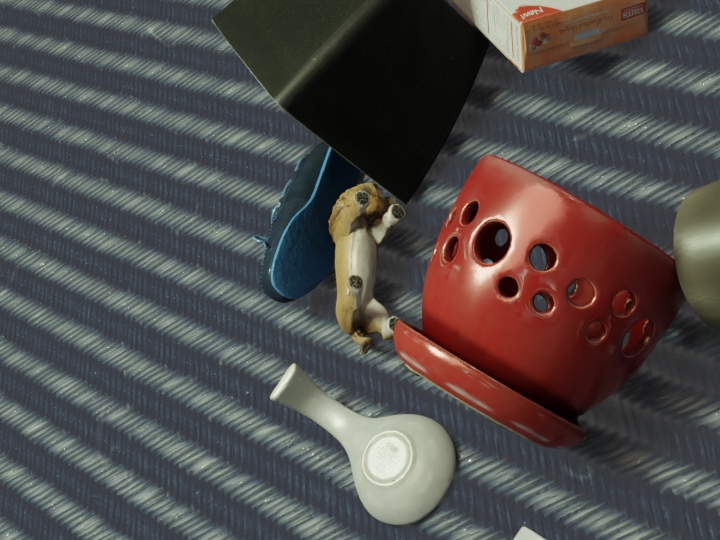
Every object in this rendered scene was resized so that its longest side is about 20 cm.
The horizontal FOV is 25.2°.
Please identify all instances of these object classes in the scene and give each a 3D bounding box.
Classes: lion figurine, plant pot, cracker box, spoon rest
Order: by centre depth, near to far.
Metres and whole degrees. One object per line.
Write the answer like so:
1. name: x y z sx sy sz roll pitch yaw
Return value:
1. plant pot: 0.141 0.033 1.294 0.200 0.200 0.183 30 91 50
2. spoon rest: 0.006 0.152 1.444 0.200 0.061 0.100 34 87 37
3. lion figurine: 0.000 0.000 1.539 0.122 0.072 0.201 133 149 -65
4. cracker box: 0.171 -0.275 1.551 0.133 0.058 0.200 -18 40 -14
5. plant pot: 0.004 -0.223 1.595 0.178 0.200 0.200 -48 39 9

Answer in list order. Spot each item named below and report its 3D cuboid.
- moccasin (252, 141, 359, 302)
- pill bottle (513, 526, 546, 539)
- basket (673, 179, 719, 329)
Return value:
1. moccasin: -0.056 -0.045 1.638 0.068 0.081 0.201 -14 38 42
2. pill bottle: 0.101 0.297 1.192 0.112 0.112 0.201 28 81 50
3. basket: 0.345 -0.026 1.191 0.199 0.136 0.182 -11 72 43
